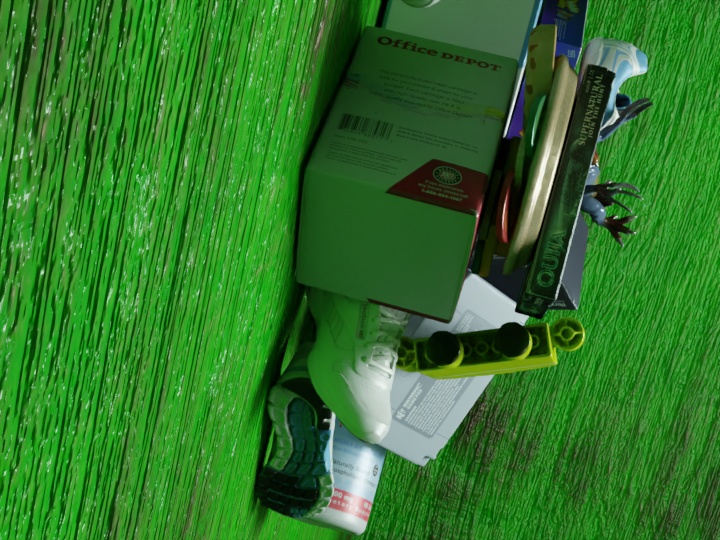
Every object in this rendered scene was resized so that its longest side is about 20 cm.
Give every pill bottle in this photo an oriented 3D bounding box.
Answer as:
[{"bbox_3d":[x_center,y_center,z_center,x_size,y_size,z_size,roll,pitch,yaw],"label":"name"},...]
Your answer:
[{"bbox_3d":[-0.022,0.172,1.255,0.109,0.108,0.201,85,20,-74],"label":"pill bottle"}]

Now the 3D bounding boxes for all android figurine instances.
[{"bbox_3d":[0.119,0.074,1.096,0.200,0.181,0.041,26,57,-75],"label":"android figurine"}]

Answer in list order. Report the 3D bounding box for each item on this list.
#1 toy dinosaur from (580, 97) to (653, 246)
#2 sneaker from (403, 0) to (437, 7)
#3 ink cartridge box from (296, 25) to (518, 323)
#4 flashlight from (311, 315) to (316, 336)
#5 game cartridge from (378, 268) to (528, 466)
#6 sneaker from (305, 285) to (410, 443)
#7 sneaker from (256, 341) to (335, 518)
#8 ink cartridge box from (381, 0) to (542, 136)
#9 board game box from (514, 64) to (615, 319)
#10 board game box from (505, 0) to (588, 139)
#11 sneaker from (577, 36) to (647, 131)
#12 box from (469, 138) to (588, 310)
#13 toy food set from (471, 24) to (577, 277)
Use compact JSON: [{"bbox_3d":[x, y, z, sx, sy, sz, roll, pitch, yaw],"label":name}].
[{"bbox_3d":[0.228,-0.093,1.229,0.181,0.200,0.105,33,41,-43],"label":"toy dinosaur"},{"bbox_3d":[0.027,-0.247,0.855,0.100,0.075,0.200,-59,165,-17],"label":"sneaker"},{"bbox_3d":[0.042,-0.087,1.022,0.145,0.145,0.200,97,10,-49],"label":"ink cartridge box"},{"bbox_3d":[0.000,0.000,1.277,0.068,0.068,0.200,-28,-153,40],"label":"flashlight"},{"bbox_3d":[0.077,0.096,1.203,0.133,0.040,0.200,33,92,-42],"label":"game cartridge"},{"bbox_3d":[0.003,0.055,1.041,0.099,0.075,0.200,-33,-131,28],"label":"sneaker"},{"bbox_3d":[-0.052,0.153,1.125,0.087,0.075,0.200,-77,179,-53],"label":"sneaker"},{"bbox_3d":[0.098,-0.224,1.212,0.200,0.146,0.147,-48,153,-81],"label":"ink cartridge box"},{"bbox_3d":[0.176,-0.063,1.019,0.135,0.028,0.201,67,38,-80],"label":"board game box"},{"bbox_3d":[0.198,-0.219,1.242,0.200,0.045,0.135,-69,174,-55],"label":"board game box"},{"bbox_3d":[0.245,-0.162,1.265,0.200,0.072,0.072,112,-2,-48],"label":"sneaker"},{"bbox_3d":[0.114,-0.043,1.217,0.182,0.199,0.104,52,45,-53],"label":"box"},{"bbox_3d":[0.141,-0.091,0.999,0.200,0.048,0.198,96,10,-58],"label":"toy food set"}]
